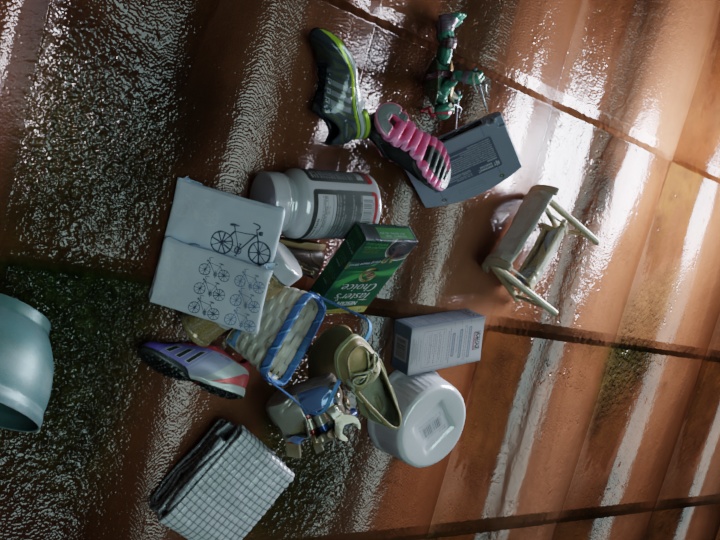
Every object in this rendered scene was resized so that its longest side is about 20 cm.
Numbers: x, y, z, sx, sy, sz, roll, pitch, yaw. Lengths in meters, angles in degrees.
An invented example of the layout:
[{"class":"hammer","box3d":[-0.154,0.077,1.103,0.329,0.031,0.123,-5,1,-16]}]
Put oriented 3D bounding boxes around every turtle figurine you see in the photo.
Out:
[{"class":"turtle figurine","box3d":[0.161,-0.345,1.263,0.100,0.150,0.202,-6,100,-16]}]

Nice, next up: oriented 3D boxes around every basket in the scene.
[{"class":"basket","box3d":[-0.100,0.113,1.162,0.177,0.199,0.139,-57,158,-6]}]

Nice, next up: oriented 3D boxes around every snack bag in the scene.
[{"class":"snack bag","box3d":[-0.215,-0.024,1.068,0.021,0.187,0.202,-11,117,-79]}]

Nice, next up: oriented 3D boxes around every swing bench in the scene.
[{"class":"swing bench","box3d":[0.370,-0.048,1.506,0.200,0.129,0.200,40,81,-32]}]

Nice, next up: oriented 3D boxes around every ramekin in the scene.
[{"class":"ramekin","box3d":[0.120,0.300,1.448,0.199,0.097,0.202,-11,110,-33]}]

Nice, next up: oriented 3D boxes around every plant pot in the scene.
[{"class":"plant pot","box3d":[-0.481,0.107,0.909,0.200,0.199,0.135,40,53,-37]}]

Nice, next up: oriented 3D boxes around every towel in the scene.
[{"class":"towel","box3d":[-0.237,0.368,1.221,0.200,0.085,0.166,-49,125,-12]}]

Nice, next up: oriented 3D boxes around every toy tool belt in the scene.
[{"class":"toy tool belt","box3d":[-0.059,0.249,1.232,0.199,0.125,0.124,-20,99,14]}]

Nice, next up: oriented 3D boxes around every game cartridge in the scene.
[{"class":"game cartridge","box3d":[0.190,-0.197,1.316,0.199,0.041,0.134,-22,121,16]}]

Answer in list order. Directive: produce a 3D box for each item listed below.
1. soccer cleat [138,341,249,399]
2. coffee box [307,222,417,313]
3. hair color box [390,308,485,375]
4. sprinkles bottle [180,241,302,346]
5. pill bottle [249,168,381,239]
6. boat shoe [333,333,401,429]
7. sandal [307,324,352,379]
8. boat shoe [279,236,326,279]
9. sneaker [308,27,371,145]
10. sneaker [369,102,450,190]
[{"class":"soccer cleat","box3d":[-0.265,0.146,1.150,0.199,0.068,0.074,31,62,-34]},{"class":"coffee box","box3d":[0.000,0.000,1.233,0.122,0.044,0.200,1,140,-40]},{"class":"hair color box","box3d":[0.160,0.144,1.452,0.199,0.060,0.100,-6,108,-34]},{"class":"sprinkles bottle","box3d":[-0.187,0.038,1.112,0.199,0.068,0.068,-36,126,10]},{"class":"pill bottle","box3d":[-0.075,-0.109,1.168,0.199,0.114,0.115,-1,105,-35]},{"class":"boat shoe","box3d":[0.017,0.180,1.126,0.073,0.063,0.202,-41,134,-24]},{"class":"sandal","box3d":[-0.063,0.163,1.299,0.077,0.070,0.213,5,124,-11]},{"class":"boat shoe","box3d":[-0.141,-0.026,1.172,0.199,0.070,0.071,11,97,-38]},{"class":"sneaker","box3d":[-0.046,-0.294,1.160,0.081,0.074,0.201,-32,119,-20]},{"class":"sneaker","box3d":[0.078,-0.213,1.257,0.200,0.095,0.079,42,62,-26]}]
